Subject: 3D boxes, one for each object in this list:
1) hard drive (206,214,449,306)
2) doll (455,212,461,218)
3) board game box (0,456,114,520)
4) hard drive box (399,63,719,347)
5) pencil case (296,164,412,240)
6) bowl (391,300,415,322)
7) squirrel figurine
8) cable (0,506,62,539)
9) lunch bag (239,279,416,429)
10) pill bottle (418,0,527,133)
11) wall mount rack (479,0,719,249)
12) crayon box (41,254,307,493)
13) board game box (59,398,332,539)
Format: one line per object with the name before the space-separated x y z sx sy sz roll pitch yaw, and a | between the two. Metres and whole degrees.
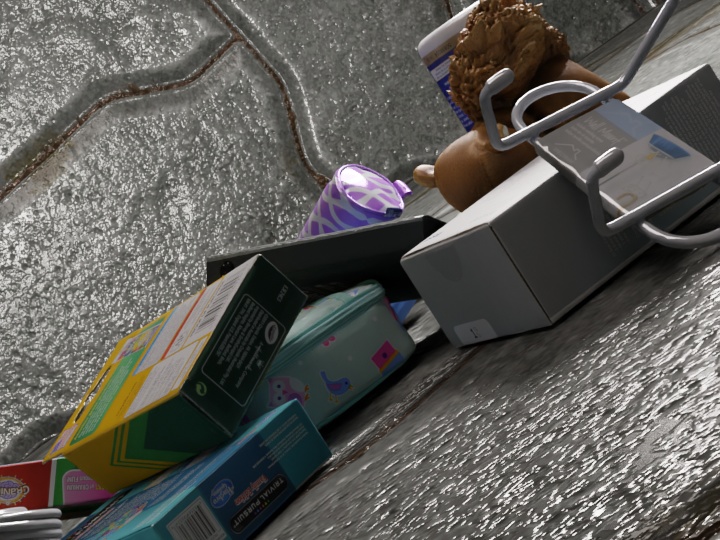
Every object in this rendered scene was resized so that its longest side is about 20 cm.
hard drive | 0.000 0.000 1.176 0.199 0.033 0.139 -9 -15 32
doll | 0.042 0.001 1.474 0.199 0.049 0.136 -35 6 -10
board game box | -0.305 0.199 1.318 0.198 0.041 0.153 -5 -13 -27
hard drive box | 0.145 -0.041 1.016 0.199 0.077 0.156 -35 4 -20
pencil case | -0.024 -0.018 1.546 0.085 0.084 0.201 -7 -40 -43
bowl | -0.041 0.044 1.355 0.200 0.040 0.201 -30 20 12
squirrel figurine | 0.116 -0.115 1.194 0.141 0.202 0.186 -19 1 43
cable | -0.324 0.228 1.156 0.199 0.070 0.199 0 -15 -45
lunch bag | -0.053 0.078 1.153 0.160 0.077 0.200 -37 6 -26
pill bottle | 0.152 -0.165 1.470 0.115 0.201 0.116 -32 3 2
wall mount rack | 0.175 -0.103 0.898 0.173 0.075 0.200 -29 41 -13
crayon box | -0.132 0.079 1.058 0.199 0.052 0.126 -28 27 48
board game box | -0.131 0.168 0.970 0.199 0.047 0.151 -30 5 41
